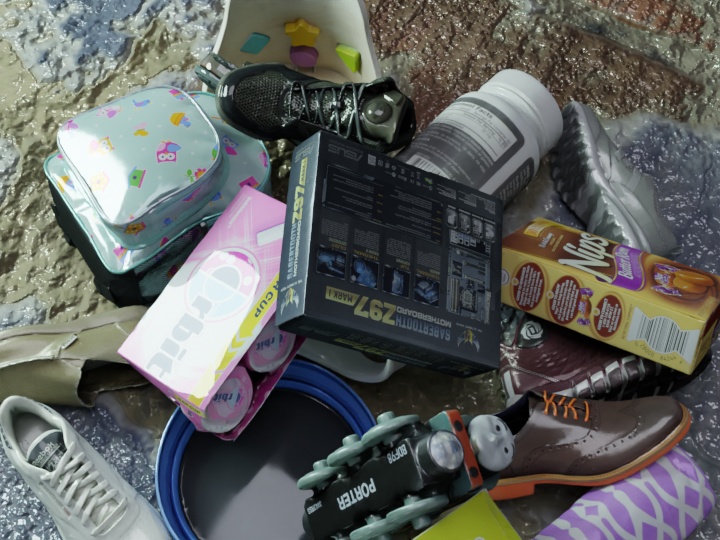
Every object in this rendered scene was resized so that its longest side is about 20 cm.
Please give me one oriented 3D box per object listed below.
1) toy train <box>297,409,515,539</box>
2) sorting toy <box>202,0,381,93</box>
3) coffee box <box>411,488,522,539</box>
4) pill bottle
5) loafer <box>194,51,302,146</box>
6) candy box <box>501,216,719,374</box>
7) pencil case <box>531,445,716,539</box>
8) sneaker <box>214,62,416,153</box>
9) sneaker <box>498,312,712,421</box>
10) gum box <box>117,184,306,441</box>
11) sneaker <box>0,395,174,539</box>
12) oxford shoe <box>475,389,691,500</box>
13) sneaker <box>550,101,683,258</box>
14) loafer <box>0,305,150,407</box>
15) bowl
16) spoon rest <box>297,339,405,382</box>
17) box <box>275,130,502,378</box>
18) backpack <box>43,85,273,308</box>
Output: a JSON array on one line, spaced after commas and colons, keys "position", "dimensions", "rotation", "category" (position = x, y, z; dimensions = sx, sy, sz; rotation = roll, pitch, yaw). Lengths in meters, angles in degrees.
[{"position": [0.032, 0.161, 0.785], "dimensions": [0.113, 0.200, 0.086], "rotation": [-7, 67, -36], "category": "toy train"}, {"position": [-0.062, -0.233, 1.054], "dimensions": [0.197, 0.181, 0.108], "rotation": [7, 60, 2], "category": "sorting toy"}, {"position": [0.057, 0.313, 0.730], "dimensions": [0.198, 0.199, 0.201], "rotation": [-30, 67, -17], "category": "coffee box"}, {"position": [0.105, -0.103, 1.023], "dimensions": [0.113, 0.114, 0.200], "rotation": [39, 66, 19], "category": "pill bottle"}, {"position": [-0.071, -0.165, 1.036], "dimensions": [0.199, 0.072, 0.063], "rotation": [33, 90, -21], "category": "loafer"}, {"position": [0.224, 0.017, 0.935], "dimensions": [0.198, 0.057, 0.116], "rotation": [20, 25, 25], "category": "candy box"}, {"position": [0.202, 0.224, 0.854], "dimensions": [0.199, 0.086, 0.084], "rotation": [-32, 81, -18], "category": "pencil case"}, {"position": [-0.031, -0.153, 0.958], "dimensions": [0.197, 0.114, 0.077], "rotation": [12, 82, -28], "category": "sneaker"}, {"position": [0.215, 0.066, 0.952], "dimensions": [0.197, 0.076, 0.117], "rotation": [-14, 58, -8], "category": "sneaker"}, {"position": [-0.108, 0.037, 0.898], "dimensions": [0.113, 0.066, 0.201], "rotation": [26, 73, 34], "category": "gum box"}, {"position": [-0.235, 0.186, 0.868], "dimensions": [0.199, 0.081, 0.076], "rotation": [38, 64, 17], "category": "sneaker"}, {"position": [0.174, 0.135, 0.865], "dimensions": [0.198, 0.073, 0.071], "rotation": [-18, 24, 12], "category": "oxford shoe"}, {"position": [0.257, -0.083, 1.050], "dimensions": [0.081, 0.075, 0.202], "rotation": [-8, 66, -23], "category": "sneaker"}, {"position": [-0.270, 0.088, 0.925], "dimensions": [0.198, 0.076, 0.068], "rotation": [-18, 56, -11], "category": "loafer"}, {"position": [-0.077, 0.175, 0.901], "dimensions": [0.197, 0.040, 0.203], "rotation": [1, 60, -1], "category": "bowl"}, {"position": [-0.036, 0.051, 0.947], "dimensions": [0.199, 0.061, 0.099], "rotation": [24, 37, 35], "category": "spoon rest"}, {"position": [0.030, -0.009, 0.862], "dimensions": [0.198, 0.051, 0.160], "rotation": [16, 66, -30], "category": "box"}, {"position": [-0.182, -0.083, 0.986], "dimensions": [0.198, 0.154, 0.176], "rotation": [-26, 59, -24], "category": "backpack"}]
